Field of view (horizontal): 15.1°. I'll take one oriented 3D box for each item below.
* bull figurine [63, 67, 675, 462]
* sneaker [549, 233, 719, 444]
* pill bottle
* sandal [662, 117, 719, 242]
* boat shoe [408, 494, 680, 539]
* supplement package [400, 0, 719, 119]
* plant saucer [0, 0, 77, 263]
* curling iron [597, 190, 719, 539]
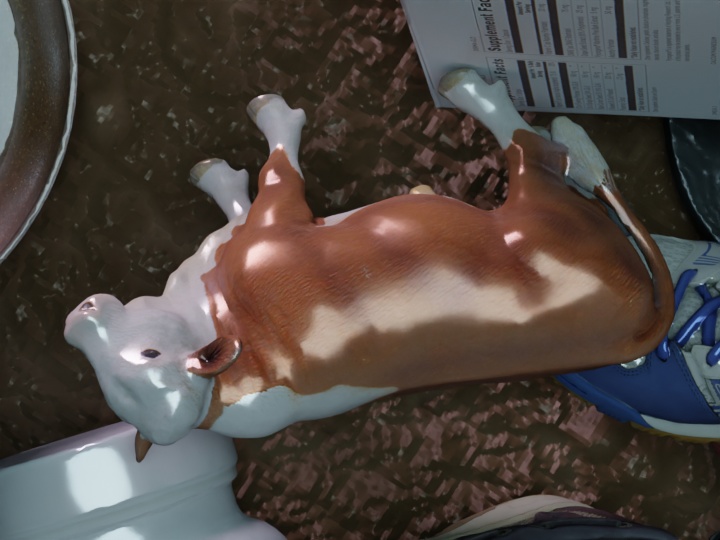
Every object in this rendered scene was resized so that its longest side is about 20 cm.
[{"bbox_3d":[0.000,0.000,0.893,0.200,0.065,0.122,-4,57,-10],"label":"bull figurine"},{"bbox_3d":[0.153,0.022,0.921,0.200,0.088,0.075,15,68,5],"label":"sneaker"},{"bbox_3d":[-0.064,0.152,0.927,0.116,0.116,0.200,-16,91,-6],"label":"pill bottle"},{"bbox_3d":[0.145,-0.090,0.986,0.075,0.048,0.201,-8,89,-6],"label":"sandal"},{"bbox_3d":[0.037,0.121,0.911,0.200,0.065,0.072,-17,94,-47],"label":"boat shoe"},{"bbox_3d":[0.121,-0.141,0.902,0.200,0.151,0.152,3,77,8],"label":"supplement package"},{"bbox_3d":[-0.200,-0.071,0.956,0.200,0.032,0.200,0,92,-6],"label":"plant saucer"},{"bbox_3d":[0.118,0.045,0.968,0.050,0.026,0.200,-9,71,-36],"label":"curling iron"}]
